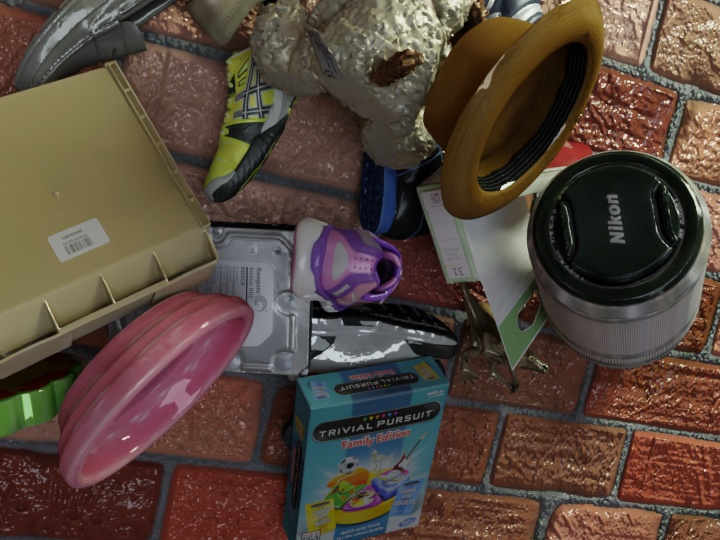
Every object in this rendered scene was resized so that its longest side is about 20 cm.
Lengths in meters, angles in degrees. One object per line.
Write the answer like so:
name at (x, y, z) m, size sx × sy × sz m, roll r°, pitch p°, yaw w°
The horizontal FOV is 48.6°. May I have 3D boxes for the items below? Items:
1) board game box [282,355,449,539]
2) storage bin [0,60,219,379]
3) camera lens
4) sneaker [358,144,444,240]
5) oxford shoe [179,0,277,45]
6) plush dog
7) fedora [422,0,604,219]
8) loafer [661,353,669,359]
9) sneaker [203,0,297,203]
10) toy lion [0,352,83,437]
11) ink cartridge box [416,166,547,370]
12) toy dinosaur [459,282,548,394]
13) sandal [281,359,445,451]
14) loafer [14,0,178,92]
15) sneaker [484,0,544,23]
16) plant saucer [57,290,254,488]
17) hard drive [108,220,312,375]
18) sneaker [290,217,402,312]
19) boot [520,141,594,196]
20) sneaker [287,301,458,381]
board game box at (0.002, 0.193, 0.824) m, size 0.147 × 0.047 × 0.204 m, roll -7°, pitch 124°, yaw -22°
storage bin at (-0.244, -0.040, 0.640) m, size 0.197 × 0.094 × 0.201 m, roll -26°, pitch 78°, yaw -32°
camera lens at (0.247, -0.004, 0.766) m, size 0.160 × 0.160 × 0.200 m, roll -45°, pitch 151°, yaw -4°
sneaker at (0.050, -0.133, 0.809) m, size 0.076 × 0.070 × 0.206 m, roll 3°, pitch 101°, yaw -31°
oxford shoe at (-0.087, -0.284, 0.720) m, size 0.201 × 0.070 × 0.075 m, roll -49°, pitch 124°, yaw -21°
plush dog at (0.028, -0.213, 0.682) m, size 0.198 × 0.160 × 0.175 m, roll 31°, pitch 69°, yaw -18°
fedora at (0.114, -0.140, 0.647) m, size 0.199 × 0.081 × 0.203 m, roll -37°, pitch 148°, yaw -27°
loafer at (0.311, 0.019, 0.907) m, size 0.069 × 0.075 × 0.205 m, roll -22°, pitch 108°, yaw -27°
sneaker at (-0.102, -0.160, 0.756) m, size 0.075 × 0.075 × 0.203 m, roll 29°, pitch 84°, yaw -9°
toy lion at (-0.336, 0.101, 0.652) m, size 0.197 × 0.190 × 0.071 m, roll -13°, pitch 105°, yaw -38°
ink cartridge box at (0.137, -0.022, 0.823) m, size 0.145 × 0.047 × 0.204 m, roll -41°, pitch 118°, yaw -47°
toy dinosaur at (0.134, 0.068, 0.863) m, size 0.057 × 0.102 × 0.201 m, roll -22°, pitch 121°, yaw 31°
sandal at (0.002, 0.142, 0.860) m, size 0.196 × 0.045 × 0.077 m, roll -22°, pitch 129°, yaw -23°
loafer at (-0.218, -0.217, 0.702) m, size 0.070 × 0.070 × 0.200 m, roll 45°, pitch 86°, yaw -12°
sneaker at (0.092, -0.253, 0.777) m, size 0.196 × 0.070 × 0.111 m, roll -18°, pitch 88°, yaw -16°
plant saucer at (-0.173, 0.089, 0.661) m, size 0.051 × 0.201 × 0.201 m, roll 43°, pitch 86°, yaw 8°
hard drive at (-0.142, 0.025, 0.762) m, size 0.194 × 0.038 × 0.144 m, roll 3°, pitch 101°, yaw 0°
sneaker at (0.000, 0.000, 0.748) m, size 0.086 × 0.200 × 0.083 m, roll 4°, pitch 87°, yaw 12°
boot at (0.177, -0.155, 0.788) m, size 0.198 × 0.071 × 0.148 m, roll -14°, pitch 105°, yaw -49°
sneaker at (0.006, 0.079, 0.838) m, size 0.194 × 0.074 × 0.082 m, roll 5°, pitch 104°, yaw -9°
